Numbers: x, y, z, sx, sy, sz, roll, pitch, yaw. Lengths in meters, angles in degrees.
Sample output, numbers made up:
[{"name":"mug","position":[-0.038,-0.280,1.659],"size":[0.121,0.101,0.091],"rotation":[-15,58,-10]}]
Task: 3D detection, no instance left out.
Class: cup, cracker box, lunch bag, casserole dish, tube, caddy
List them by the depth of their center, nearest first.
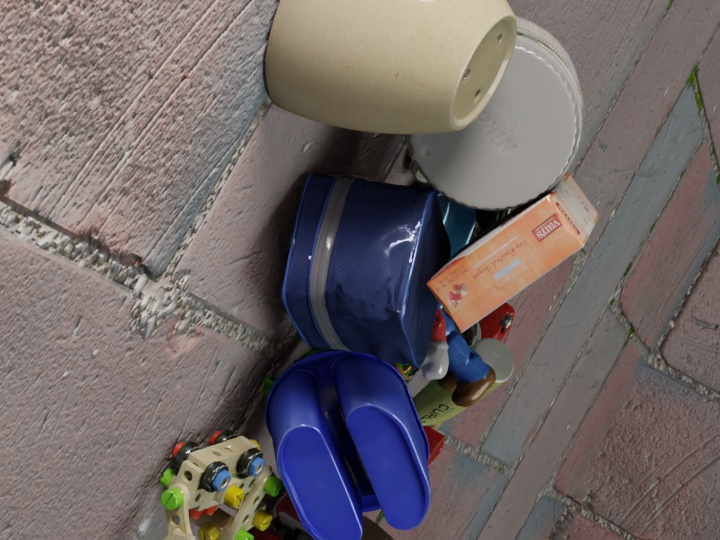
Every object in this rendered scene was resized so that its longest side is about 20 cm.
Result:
[{"name":"cup","position":[0.039,-0.188,1.409],"size":[0.200,0.143,0.201],"rotation":[-50,158,-29]},{"name":"lunch bag","position":[0.000,0.000,1.605],"size":[0.200,0.132,0.136],"rotation":[70,33,-68]},{"name":"cracker box","position":[0.141,-0.020,1.606],"size":[0.134,0.058,0.200],"rotation":[-36,-179,14]},{"name":"caddy","position":[-0.010,0.167,1.697],"size":[0.105,0.141,0.201],"rotation":[-102,173,-57]},{"name":"casserole dish","position":[0.061,-0.011,1.864],"size":[0.121,0.039,0.201],"rotation":[-7,122,-57]},{"name":"tube","position":[0.098,0.134,1.910],"size":[0.200,0.058,0.052],"rotation":[-44,-166,54]}]

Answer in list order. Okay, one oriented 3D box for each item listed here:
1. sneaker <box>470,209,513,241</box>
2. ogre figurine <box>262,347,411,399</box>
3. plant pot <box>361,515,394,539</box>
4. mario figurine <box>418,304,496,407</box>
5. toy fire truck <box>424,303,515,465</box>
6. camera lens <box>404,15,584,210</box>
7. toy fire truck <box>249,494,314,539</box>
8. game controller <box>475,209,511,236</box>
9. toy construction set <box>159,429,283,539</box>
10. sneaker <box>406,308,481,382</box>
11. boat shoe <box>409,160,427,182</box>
[{"name":"sneaker","position":[0.167,-0.065,2.038],"size":[0.201,0.078,0.099],"rotation":[-66,164,17]},{"name":"ogre figurine","position":[-0.015,0.110,1.788],"size":[0.120,0.098,0.200],"rotation":[-49,129,3]},{"name":"plant pot","position":[-0.038,0.415,2.072],"size":[0.200,0.187,0.188],"rotation":[-35,152,-26]},{"name":"mario figurine","position":[0.042,0.052,1.756],"size":[0.123,0.200,0.106],"rotation":[-13,-150,49]},{"name":"toy fire truck","position":[0.123,0.139,2.258],"size":[0.200,0.049,0.141],"rotation":[-47,158,-38]},{"name":"camera lens","position":[0.120,-0.144,1.594],"size":[0.200,0.159,0.160],"rotation":[-69,-176,-76]},{"name":"toy fire truck","position":[-0.029,0.317,1.928],"size":[0.112,0.168,0.200],"rotation":[-52,160,-26]},{"name":"game controller","position":[0.151,-0.104,1.876],"size":[0.105,0.042,0.201],"rotation":[80,17,-52]},{"name":"toy construction set","position":[-0.140,0.220,1.636],"size":[0.132,0.092,0.200],"rotation":[-67,172,18]},{"name":"sneaker","position":[0.069,0.092,1.940],"size":[0.200,0.115,0.075],"rotation":[-58,162,-10]},{"name":"boat shoe","position":[0.122,-0.157,1.807],"size":[0.200,0.062,0.075],"rotation":[-37,159,-19]}]
